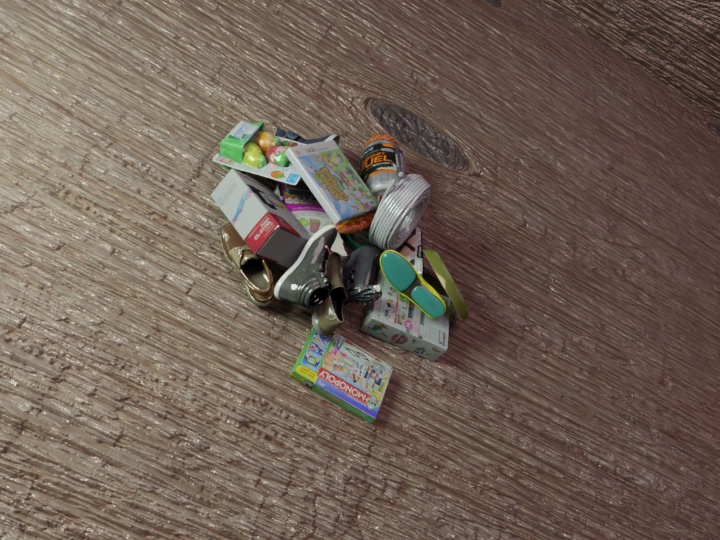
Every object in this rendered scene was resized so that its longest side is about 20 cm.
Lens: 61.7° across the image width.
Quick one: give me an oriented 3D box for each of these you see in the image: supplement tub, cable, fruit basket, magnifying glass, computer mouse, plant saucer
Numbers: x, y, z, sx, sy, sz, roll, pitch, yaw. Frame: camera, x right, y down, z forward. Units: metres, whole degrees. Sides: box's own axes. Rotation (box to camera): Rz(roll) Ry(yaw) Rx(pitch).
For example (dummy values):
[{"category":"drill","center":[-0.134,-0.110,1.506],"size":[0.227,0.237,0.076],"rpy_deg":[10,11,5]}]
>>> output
[{"category":"supplement tub","center":[0.060,-0.253,1.589],"size":[0.121,0.123,0.202],"rpy_deg":[13,50,-21]},{"category":"cable","center":[0.098,-0.138,1.446],"size":[0.069,0.202,0.200],"rpy_deg":[35,24,15]},{"category":"fruit basket","center":[-0.211,-0.272,1.378],"size":[0.197,0.095,0.186],"rpy_deg":[12,39,9]},{"category":"magnifying glass","center":[-0.007,-0.135,1.538],"size":[0.079,0.022,0.202],"rpy_deg":[13,51,-25]},{"category":"computer mouse","center":[0.000,0.000,1.387],"size":[0.053,0.137,0.201],"rpy_deg":[61,31,-29]},{"category":"plant saucer","center":[0.212,0.029,1.456],"size":[0.202,0.031,0.200],"rpy_deg":[59,6,-11]}]

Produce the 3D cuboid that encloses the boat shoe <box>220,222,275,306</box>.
[{"category":"boat shoe","center":[-0.235,-0.023,1.275],"size":[0.075,0.072,0.201],"rpy_deg":[-28,74,-20]}]

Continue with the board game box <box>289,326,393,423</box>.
[{"category":"board game box","center":[-0.036,0.213,1.274],"size":[0.198,0.029,0.135],"rpy_deg":[31,48,-7]}]

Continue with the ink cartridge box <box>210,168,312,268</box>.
[{"category":"ink cartridge box","center":[-0.208,-0.110,1.293],"size":[0.200,0.083,0.145],"rpy_deg":[49,13,28]}]

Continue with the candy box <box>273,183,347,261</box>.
[{"category":"candy box","center":[-0.124,-0.103,1.422],"size":[0.135,0.061,0.202],"rpy_deg":[1,57,-32]}]

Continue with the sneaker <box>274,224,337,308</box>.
[{"category":"sneaker","center":[-0.083,-0.002,1.259],"size":[0.098,0.071,0.201],"rpy_deg":[26,67,25]}]

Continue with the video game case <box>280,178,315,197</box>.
[{"category":"video game case","center":[-0.134,-0.223,1.467],"size":[0.141,0.019,0.200],"rpy_deg":[4,29,-26]}]

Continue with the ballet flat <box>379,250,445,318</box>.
[{"category":"ballet flat","center":[0.117,0.031,1.380],"size":[0.200,0.067,0.067],"rpy_deg":[45,9,-6]}]

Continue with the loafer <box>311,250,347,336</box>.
[{"category":"loafer","center":[-0.056,0.043,1.301],"size":[0.075,0.069,0.203],"rpy_deg":[35,47,-46]}]

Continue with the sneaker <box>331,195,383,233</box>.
[{"category":"sneaker","center":[0.005,-0.118,1.463],"size":[0.199,0.078,0.073],"rpy_deg":[-22,62,-45]}]

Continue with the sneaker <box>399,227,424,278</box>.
[{"category":"sneaker","center":[0.119,-0.039,1.511],"size":[0.079,0.074,0.201],"rpy_deg":[-4,39,9]}]

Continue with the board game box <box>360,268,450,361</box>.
[{"category":"board game box","center":[0.109,0.103,1.411],"size":[0.198,0.064,0.149],"rpy_deg":[24,49,-15]}]

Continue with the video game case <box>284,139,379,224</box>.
[{"category":"video game case","center":[-0.060,-0.209,1.386],"size":[0.201,0.022,0.181],"rpy_deg":[55,36,6]}]

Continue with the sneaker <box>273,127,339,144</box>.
[{"category":"sneaker","center":[-0.144,-0.323,1.539],"size":[0.145,0.078,0.202],"rpy_deg":[24,31,11]}]
